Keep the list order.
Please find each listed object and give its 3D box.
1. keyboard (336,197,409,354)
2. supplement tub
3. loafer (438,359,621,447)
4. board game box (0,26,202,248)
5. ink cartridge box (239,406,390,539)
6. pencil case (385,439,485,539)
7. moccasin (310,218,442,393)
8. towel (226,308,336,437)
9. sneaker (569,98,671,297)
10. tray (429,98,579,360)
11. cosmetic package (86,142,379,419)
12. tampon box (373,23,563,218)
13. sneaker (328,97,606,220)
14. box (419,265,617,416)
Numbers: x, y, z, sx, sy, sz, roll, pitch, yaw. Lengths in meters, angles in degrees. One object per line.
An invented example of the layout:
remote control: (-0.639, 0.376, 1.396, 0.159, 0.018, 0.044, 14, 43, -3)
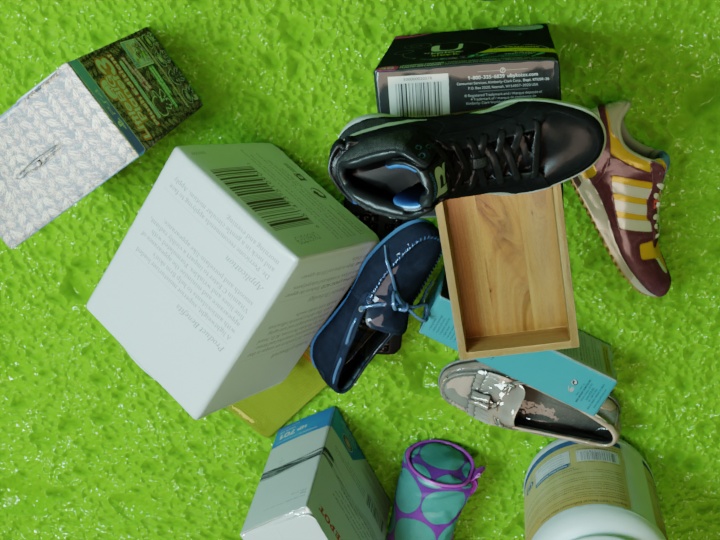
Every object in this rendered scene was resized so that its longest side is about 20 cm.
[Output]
keyboard: (0.000, 0.000, 1.038, 0.104, 0.040, 0.200, 6, 112, 5)
supplement tub: (0.243, 0.276, 1.027, 0.144, 0.200, 0.145, 3, 112, 8)
loafer: (0.181, 0.142, 1.055, 0.199, 0.063, 0.072, 11, 114, 4)
board game box: (-0.262, -0.131, 0.935, 0.159, 0.200, 0.097, -32, 104, 19)
ink cartridge box: (-0.041, 0.265, 1.064, 0.086, 0.200, 0.147, -23, 107, 17)
pencil case: (0.076, 0.295, 1.122, 0.092, 0.085, 0.200, 17, 115, 19)
moccasin: (0.027, 0.042, 0.978, 0.080, 0.068, 0.200, 11, 124, -34)
towel: (-0.078, 0.110, 1.088, 0.086, 0.018, 0.200, 40, 122, -8)
sneaker: (0.267, -0.066, 0.952, 0.090, 0.075, 0.200, -28, 107, 21)
tray: (0.114, -0.030, 0.793, 0.098, 0.037, 0.200, -7, 110, 10)
cosmetic package: (-0.122, 0.004, 0.964, 0.165, 0.165, 0.200, 43, 115, 16)
tampon box: (0.099, -0.139, 0.878, 0.149, 0.200, 0.127, -2, 112, 8)
sneaker: (0.076, -0.071, 0.700, 0.199, 0.112, 0.073, -3, 113, 9)
box: (0.162, 0.071, 1.019, 0.200, 0.082, 0.049, 26, 114, -2)
